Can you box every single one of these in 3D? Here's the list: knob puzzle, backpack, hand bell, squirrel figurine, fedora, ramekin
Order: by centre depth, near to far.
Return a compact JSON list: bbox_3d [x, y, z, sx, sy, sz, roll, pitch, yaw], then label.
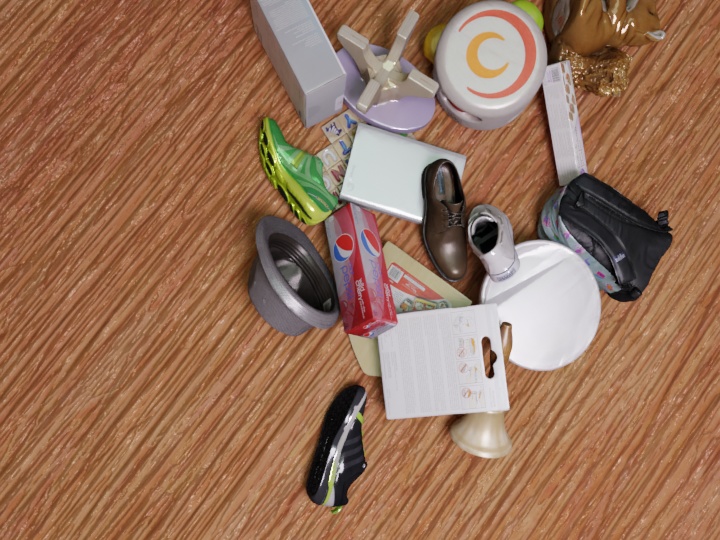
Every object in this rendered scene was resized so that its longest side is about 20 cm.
[{"bbox_3d":[0.206,0.176,0.982,0.101,0.105,0.205,7,110,-3],"label":"hand bell"},{"bbox_3d":[-0.118,0.023,1.000,0.090,0.176,0.202,-39,70,21],"label":"fedora"},{"bbox_3d":[0.284,0.055,1.036,0.196,0.094,0.209,0,90,-1],"label":"ramekin"},{"bbox_3d":[0.395,-0.059,1.046,0.198,0.127,0.168,37,68,0],"label":"backpack"},{"bbox_3d":[0.063,0.086,1.055,0.213,0.030,0.226,-1,86,10],"label":"knob puzzle"},{"bbox_3d":[0.426,-0.402,1.096,0.182,0.141,0.206,5,98,-14],"label":"squirrel figurine"}]

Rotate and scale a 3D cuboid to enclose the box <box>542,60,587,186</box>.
[{"bbox_3d":[0.348,-0.250,1.073,0.038,0.041,0.205,-24,104,-42],"label":"box"}]

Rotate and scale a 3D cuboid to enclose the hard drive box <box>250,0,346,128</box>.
[{"bbox_3d":[-0.103,-0.360,1.028,0.075,0.156,0.204,-26,87,-7],"label":"hard drive box"}]

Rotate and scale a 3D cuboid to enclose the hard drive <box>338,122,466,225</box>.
[{"bbox_3d":[0.072,-0.159,1.077,0.195,0.026,0.135,16,86,-6],"label":"hard drive"}]

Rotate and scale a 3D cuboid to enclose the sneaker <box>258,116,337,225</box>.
[{"bbox_3d":[-0.108,-0.168,1.056,0.082,0.074,0.203,-26,78,-30],"label":"sneaker"}]

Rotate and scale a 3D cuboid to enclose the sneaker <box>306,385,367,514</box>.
[{"bbox_3d":[-0.023,0.289,1.025,0.082,0.071,0.204,24,84,-25],"label":"sneaker"}]

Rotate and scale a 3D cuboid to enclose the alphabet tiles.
[{"bbox_3d":[0.003,-0.196,1.093,0.198,0.008,0.169,-34,88,-7],"label":"alphabet tiles"}]

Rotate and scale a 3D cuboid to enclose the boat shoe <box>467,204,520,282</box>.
[{"bbox_3d":[0.204,-0.064,1.002,0.073,0.201,0.066,-34,118,14],"label":"boat shoe"}]

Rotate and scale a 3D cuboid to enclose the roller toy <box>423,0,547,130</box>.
[{"bbox_3d":[0.209,-0.336,1.055,0.194,0.140,0.188,-8,89,5],"label":"roller toy"}]

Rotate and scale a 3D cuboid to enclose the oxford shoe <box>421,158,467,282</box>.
[{"bbox_3d":[0.141,-0.081,1.027,0.071,0.084,0.206,-11,91,-9],"label":"oxford shoe"}]

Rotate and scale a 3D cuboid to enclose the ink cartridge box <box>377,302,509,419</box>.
[{"bbox_3d":[0.127,0.141,0.989,0.195,0.050,0.167,-8,84,16],"label":"ink cartridge box"}]

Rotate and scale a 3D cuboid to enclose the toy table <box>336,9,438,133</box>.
[{"bbox_3d":[0.043,-0.325,1.048,0.195,0.117,0.188,19,81,-2],"label":"toy table"}]

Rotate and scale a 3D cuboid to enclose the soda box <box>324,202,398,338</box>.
[{"bbox_3d":[0.000,0.000,1.001,0.063,0.069,0.205,-28,61,32],"label":"soda box"}]
